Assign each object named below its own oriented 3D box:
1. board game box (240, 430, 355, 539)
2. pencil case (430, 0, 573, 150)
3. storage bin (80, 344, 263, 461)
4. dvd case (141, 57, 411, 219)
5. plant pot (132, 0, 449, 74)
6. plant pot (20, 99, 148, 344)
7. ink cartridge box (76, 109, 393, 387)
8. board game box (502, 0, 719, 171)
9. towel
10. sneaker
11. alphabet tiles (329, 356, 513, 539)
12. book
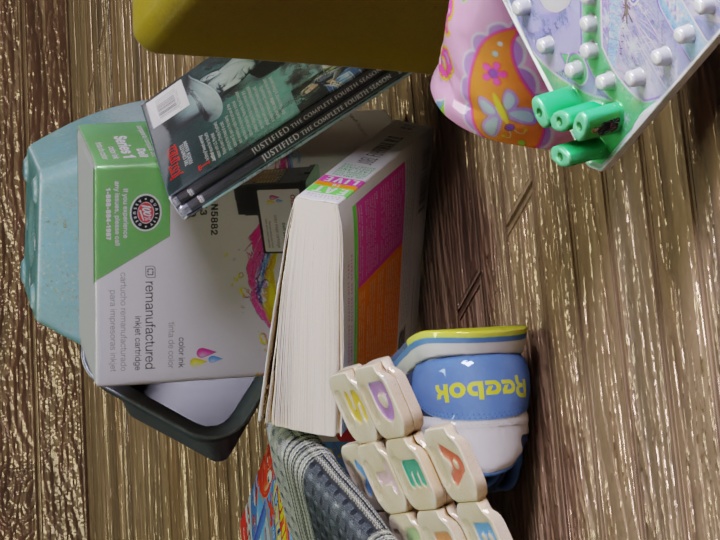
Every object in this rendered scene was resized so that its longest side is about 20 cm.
[{"bbox_3d":[-0.035,0.222,2.037,0.196,0.056,0.201,110,157,-61],"label":"board game box"},{"bbox_3d":[0.086,-0.153,1.344,0.088,0.087,0.201,-104,18,-51],"label":"pencil case"},{"bbox_3d":[-0.083,0.035,2.044,0.200,0.145,0.134,-60,-10,-17],"label":"storage bin"},{"bbox_3d":[-0.033,-0.117,1.736,0.022,0.200,0.146,56,-176,-27],"label":"dvd case"},{"bbox_3d":[-0.002,-0.231,1.559,0.176,0.199,0.201,139,131,-64],"label":"plant pot"},{"bbox_3d":[-0.155,-0.030,2.285,0.196,0.199,0.197,-128,40,-73],"label":"plant pot"},{"bbox_3d":[-0.070,-0.015,1.837,0.084,0.199,0.145,-124,33,-66],"label":"ink cartridge box"},{"bbox_3d":[0.088,-0.169,1.223,0.200,0.026,0.200,64,148,18],"label":"board game box"},{"bbox_3d":[0.011,0.199,1.650,0.193,0.034,0.201,46,152,53],"label":"towel"},{"bbox_3d":[0.044,0.085,1.594,0.200,0.074,0.083,120,142,-75],"label":"sneaker"},{"bbox_3d":[0.039,0.140,1.543,0.201,0.015,0.196,66,162,-2],"label":"alphabet tiles"},{"bbox_3d":[0.000,0.000,1.709,0.200,0.048,0.134,-41,-42,-69],"label":"book"}]
